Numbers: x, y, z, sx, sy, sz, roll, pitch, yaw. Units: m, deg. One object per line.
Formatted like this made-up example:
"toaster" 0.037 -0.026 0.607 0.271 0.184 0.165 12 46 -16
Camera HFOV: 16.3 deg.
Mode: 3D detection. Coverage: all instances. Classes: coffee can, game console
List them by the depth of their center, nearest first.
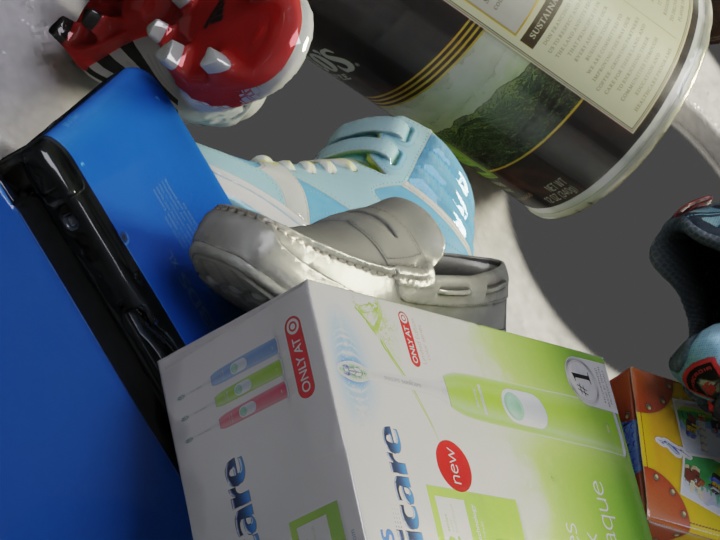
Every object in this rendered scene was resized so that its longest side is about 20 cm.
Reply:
"game console" -0.111 0.045 1.030 0.200 0.118 0.171 60 25 -12
"coffee can" 0.053 -0.138 1.245 0.200 0.146 0.147 32 48 -21

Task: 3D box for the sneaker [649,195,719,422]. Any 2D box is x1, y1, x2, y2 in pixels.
"sneaker" 0.173 0.057 1.078 0.095 0.079 0.200 6 51 -27

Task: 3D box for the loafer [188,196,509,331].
"loafer" 0.000 0.000 1.045 0.200 0.070 0.070 24 87 -58

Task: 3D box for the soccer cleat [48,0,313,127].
"soccer cleat" -0.063 -0.096 1.100 0.085 0.200 0.069 34 78 -30

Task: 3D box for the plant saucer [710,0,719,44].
"plant saucer" 0.140 -0.174 1.327 0.200 0.200 0.035 33 74 -21

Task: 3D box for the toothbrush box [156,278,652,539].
"toothbrush box" 0.027 0.100 0.994 0.200 0.086 0.146 15 54 -48

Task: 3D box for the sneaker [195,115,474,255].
"sneaker" -0.028 -0.034 1.167 0.200 0.079 0.131 31 45 -27

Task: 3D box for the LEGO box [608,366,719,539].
"LEGO box" 0.156 0.129 1.167 0.200 0.149 0.077 17 54 -31
